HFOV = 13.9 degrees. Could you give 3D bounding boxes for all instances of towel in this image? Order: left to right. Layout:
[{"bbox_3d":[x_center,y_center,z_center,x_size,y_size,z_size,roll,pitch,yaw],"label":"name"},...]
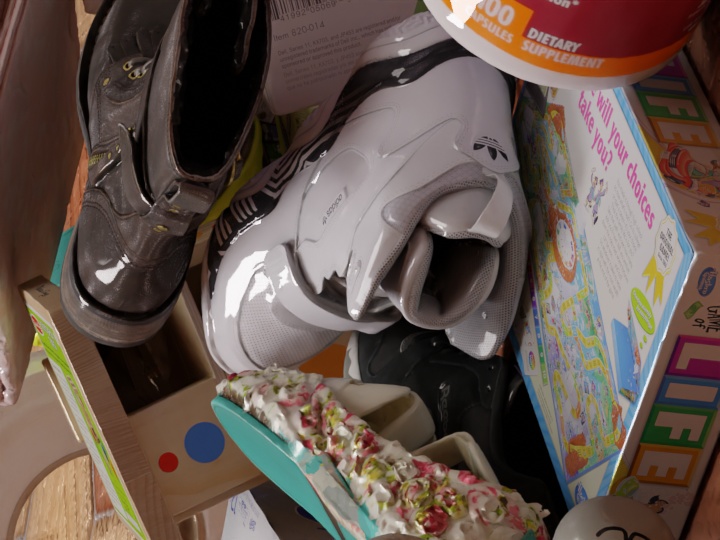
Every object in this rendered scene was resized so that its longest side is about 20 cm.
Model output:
[{"bbox_3d":[-0.166,-0.062,1.416,0.200,0.032,0.191,92,-173,-56],"label":"towel"}]

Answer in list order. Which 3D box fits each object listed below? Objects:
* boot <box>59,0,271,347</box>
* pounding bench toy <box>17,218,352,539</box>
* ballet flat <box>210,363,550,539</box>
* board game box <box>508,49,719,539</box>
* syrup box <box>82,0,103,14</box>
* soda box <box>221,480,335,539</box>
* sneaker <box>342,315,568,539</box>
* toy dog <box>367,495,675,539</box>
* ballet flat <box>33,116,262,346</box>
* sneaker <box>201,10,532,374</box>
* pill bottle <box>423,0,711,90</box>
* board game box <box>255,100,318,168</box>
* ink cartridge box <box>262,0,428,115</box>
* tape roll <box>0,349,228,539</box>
[{"bbox_3d":[-0.069,-0.077,1.206,0.174,0.069,0.200,122,156,-56],"label":"boot"},{"bbox_3d":[-0.064,0.033,1.393,0.124,0.156,0.200,67,170,-10],"label":"pounding bench toy"},{"bbox_3d":[0.012,0.079,1.113,0.200,0.064,0.076,39,163,55],"label":"ballet flat"},{"bbox_3d":[0.093,-0.008,1.088,0.200,0.034,0.135,-105,26,-53],"label":"board game box"},{"bbox_3d":[-0.047,-0.188,1.392,0.200,0.081,0.079,-23,75,38],"label":"syrup box"},{"bbox_3d":[-0.012,0.153,1.346,0.200,0.068,0.064,-134,54,-70],"label":"soda box"},{"bbox_3d":[0.054,0.061,1.176,0.088,0.076,0.200,-56,31,29],"label":"sneaker"},{"bbox_3d":[0.061,0.185,0.991,0.096,0.132,0.201,-94,-4,-75],"label":"toy dog"},{"bbox_3d":[-0.100,-0.015,1.494,0.200,0.067,0.067,-35,42,34],"label":"ballet flat"},{"bbox_3d":[0.000,0.000,1.167,0.200,0.075,0.115,-52,33,34],"label":"sneaker"},{"bbox_3d":[0.094,-0.162,0.995,0.200,0.113,0.113,114,156,-50],"label":"pill bottle"},{"bbox_3d":[-0.022,-0.058,1.428,0.120,0.032,0.200,56,157,4],"label":"board game box"},{"bbox_3d":[-0.013,-0.180,1.255,0.067,0.117,0.200,-120,15,-67],"label":"ink cartridge box"},{"bbox_3d":[-0.140,0.140,1.569,0.071,0.202,0.203,-166,82,-75],"label":"tape roll"}]
